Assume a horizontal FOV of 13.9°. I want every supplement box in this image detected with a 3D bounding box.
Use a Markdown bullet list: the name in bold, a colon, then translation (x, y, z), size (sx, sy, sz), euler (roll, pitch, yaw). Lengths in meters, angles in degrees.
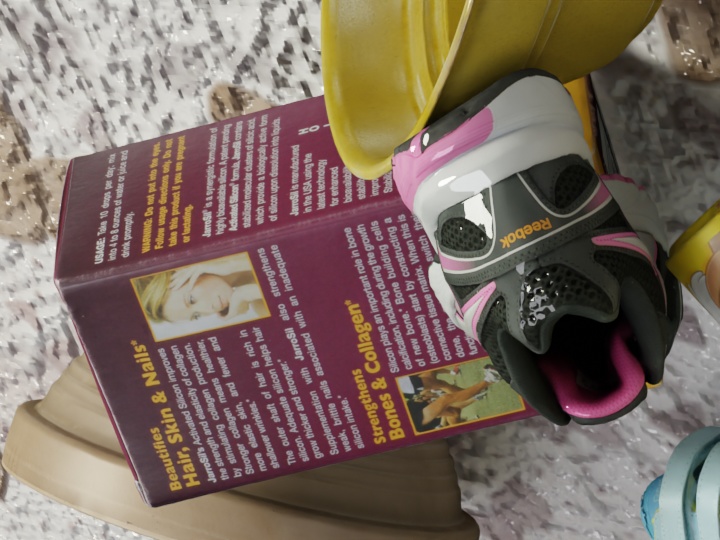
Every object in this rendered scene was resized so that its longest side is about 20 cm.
- **supplement box**: translation (0.000, 0.000, 1.078), size (0.199, 0.086, 0.111), euler (-13, 125, 9)

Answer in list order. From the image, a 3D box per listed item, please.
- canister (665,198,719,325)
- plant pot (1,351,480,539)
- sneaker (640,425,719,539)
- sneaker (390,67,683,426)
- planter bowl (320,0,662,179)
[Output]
- **canister**: translation (0.212, 0.023, 0.928), size (0.149, 0.087, 0.200), euler (-43, 85, 11)
- **plant pot**: translation (-0.040, 0.061, 1.220), size (0.200, 0.093, 0.201), euler (15, -178, -1)
- **sneaker**: translation (0.160, 0.072, 1.094), size (0.130, 0.080, 0.200), euler (16, 137, 29)
- **sneaker**: translation (0.064, 0.016, 0.940), size (0.087, 0.080, 0.200), euler (67, -168, 22)
- **planter bowl**: translation (0.054, -0.123, 0.943), size (0.083, 0.201, 0.201), euler (8, 147, -16)
